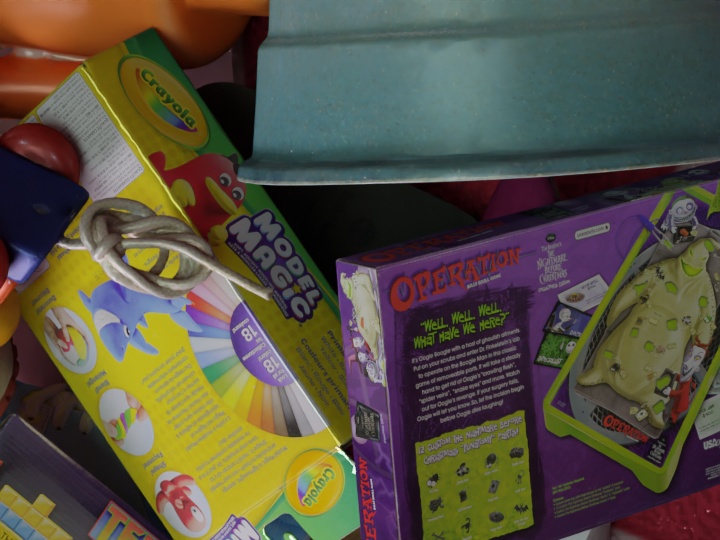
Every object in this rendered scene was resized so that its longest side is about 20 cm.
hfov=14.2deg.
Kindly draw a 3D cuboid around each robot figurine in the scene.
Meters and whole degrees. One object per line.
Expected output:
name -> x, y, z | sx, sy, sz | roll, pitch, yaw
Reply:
robot figurine -> -0.112, -0.141, 1.145 | 0.199, 0.117, 0.144 | 10, 134, 21

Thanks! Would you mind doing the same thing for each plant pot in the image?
plant pot -> 0.050, -0.136, 1.046 | 0.200, 0.200, 0.197 | -1, 95, 23

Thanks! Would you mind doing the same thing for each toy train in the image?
toy train -> -0.141, 0.010, 1.075 | 0.200, 0.085, 0.116 | 26, 127, 3

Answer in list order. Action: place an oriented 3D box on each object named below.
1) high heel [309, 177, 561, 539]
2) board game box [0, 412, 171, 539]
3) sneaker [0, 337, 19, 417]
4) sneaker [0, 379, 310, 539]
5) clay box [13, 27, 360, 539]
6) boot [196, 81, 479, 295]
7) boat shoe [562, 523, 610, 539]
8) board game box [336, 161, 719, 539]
high heel -> 0.024, 0.054, 1.106 | 0.096, 0.067, 0.201 | 6, 92, -17
board game box -> -0.111, 0.164, 1.196 | 0.200, 0.057, 0.165 | 41, 143, -9
sneaker -> -0.196, 0.016, 1.178 | 0.078, 0.200, 0.082 | -40, 129, 17
sneaker -> -0.096, 0.060, 1.215 | 0.200, 0.080, 0.131 | 32, 116, 2
clay box -> -0.066, 0.021, 1.113 | 0.200, 0.048, 0.115 | 55, 135, 1
boot -> 0.000, 0.000, 1.172 | 0.200, 0.075, 0.074 | 39, 74, -5
boat shoe -> 0.047, 0.174, 1.190 | 0.068, 0.072, 0.200 | 24, 119, 14
board game box -> 0.081, 0.035, 1.071 | 0.032, 0.200, 0.120 | 17, 115, 50
